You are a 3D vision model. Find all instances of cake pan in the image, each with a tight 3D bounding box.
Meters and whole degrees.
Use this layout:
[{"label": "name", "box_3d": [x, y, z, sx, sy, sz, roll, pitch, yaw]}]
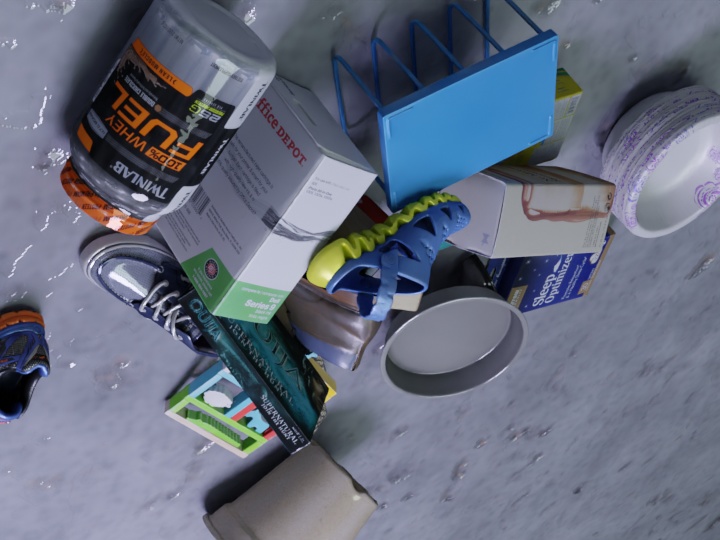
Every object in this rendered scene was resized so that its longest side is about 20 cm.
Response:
[{"label": "cake pan", "box_3d": [0.118, 0.091, 1.536, 0.199, 0.037, 0.201, -10, 138, -9]}]

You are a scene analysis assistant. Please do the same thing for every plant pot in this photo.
[{"label": "plant pot", "box_3d": [-0.083, 0.340, 1.626, 0.184, 0.200, 0.201, -46, 145, -6]}]

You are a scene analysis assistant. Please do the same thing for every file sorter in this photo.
[{"label": "file sorter", "box_3d": [0.084, -0.182, 1.216, 0.199, 0.123, 0.139, -27, 144, -14]}]

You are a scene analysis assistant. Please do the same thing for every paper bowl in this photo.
[{"label": "paper bowl", "box_3d": [0.395, -0.149, 1.531, 0.200, 0.105, 0.201, -22, 141, -19]}]

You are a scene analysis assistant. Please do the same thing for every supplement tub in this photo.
[{"label": "supplement tub", "box_3d": [-0.174, -0.137, 1.047, 0.122, 0.123, 0.200, 15, 120, -48]}]

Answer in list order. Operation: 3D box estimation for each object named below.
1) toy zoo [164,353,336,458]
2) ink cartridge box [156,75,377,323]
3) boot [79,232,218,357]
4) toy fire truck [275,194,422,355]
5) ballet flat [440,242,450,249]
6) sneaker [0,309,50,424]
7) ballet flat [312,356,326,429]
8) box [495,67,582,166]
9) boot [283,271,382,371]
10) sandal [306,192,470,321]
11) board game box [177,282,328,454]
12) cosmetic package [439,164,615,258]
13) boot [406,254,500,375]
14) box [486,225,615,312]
[{"label": "toy zoo", "box_3d": [-0.121, 0.144, 1.413, 0.200, 0.021, 0.131, -36, 126, 27]}, {"label": "ink cartridge box", "box_3d": [-0.095, -0.071, 1.167, 0.084, 0.146, 0.200, 15, 121, -47]}, {"label": "boot", "box_3d": [-0.200, 0.029, 1.238, 0.073, 0.090, 0.200, -47, 144, 14]}, {"label": "toy fire truck", "box_3d": [0.000, 0.000, 1.374, 0.176, 0.129, 0.200, -54, 166, 30]}, {"label": "ballet flat", "box_3d": [0.121, -0.072, 1.415, 0.199, 0.070, 0.070, -14, 139, -39]}, {"label": "sneaker", "box_3d": [-0.384, 0.132, 1.210, 0.075, 0.079, 0.200, 15, 120, -47]}, {"label": "ballet flat", "box_3d": [-0.077, 0.155, 1.492, 0.067, 0.076, 0.201, 11, 143, 12]}, {"label": "box", "box_3d": [0.150, -0.154, 1.361, 0.199, 0.048, 0.118, -21, 148, -25]}, {"label": "boot", "box_3d": [-0.070, 0.031, 1.259, 0.075, 0.199, 0.098, -27, 137, -61]}, {"label": "sandal", "box_3d": [0.041, -0.011, 1.199, 0.199, 0.087, 0.080, -31, 166, -31]}, {"label": "board game box", "box_3d": [-0.108, 0.081, 1.255, 0.028, 0.135, 0.200, -31, 103, 17]}, {"label": "cosmetic package", "box_3d": [0.187, -0.070, 1.352, 0.199, 0.103, 0.088, -5, 111, -44]}, {"label": "boot", "box_3d": [0.114, 0.075, 1.583, 0.131, 0.070, 0.201, -17, 133, -12]}, {"label": "box", "box_3d": [0.255, 0.003, 1.648, 0.199, 0.032, 0.122, -12, 138, -29]}]
